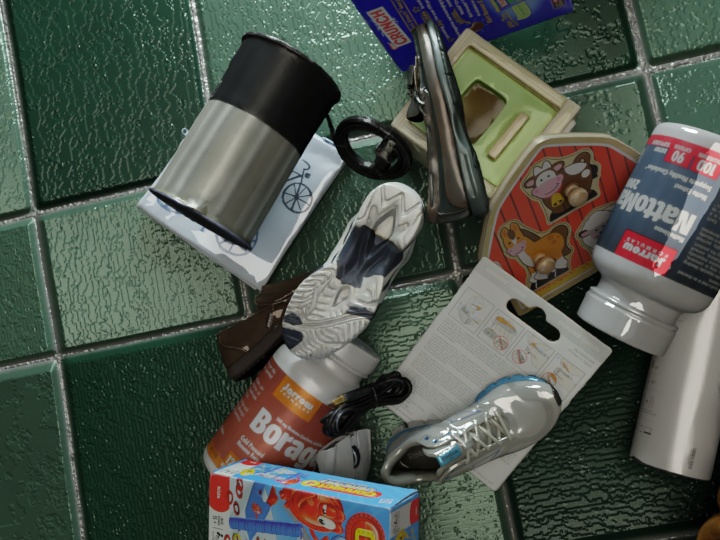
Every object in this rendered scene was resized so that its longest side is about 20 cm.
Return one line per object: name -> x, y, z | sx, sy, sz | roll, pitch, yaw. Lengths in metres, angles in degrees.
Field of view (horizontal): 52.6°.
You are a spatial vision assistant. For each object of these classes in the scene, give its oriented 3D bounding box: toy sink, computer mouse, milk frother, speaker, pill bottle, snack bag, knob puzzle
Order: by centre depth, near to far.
pill bottle -> 0.293, -0.026, 0.693 | 0.120, 0.120, 0.200 | 26, 100, 9
knob puzzle -> 0.210, -0.053, 0.735 | 0.220, 0.220, 0.030 | -31, 40, 5
speaker -> 0.338, 0.106, 0.749 | 0.081, 0.081, 0.200 | 13, 87, 9
milk frother -> -0.074, -0.104, 0.756 | 0.200, 0.181, 0.188 | 28, 84, 14
computer mouse -> -0.011, 0.202, 0.764 | 0.044, 0.110, 0.200 | 36, 125, 31
toy sink -> 0.152, -0.136, 0.777 | 0.200, 0.112, 0.130 | 40, 92, 9
pill bottle -> -0.070, 0.151, 0.788 | 0.112, 0.112, 0.200 | 36, 92, 9
snack bag -> -0.140, -0.107, 0.863 | 0.189, 0.021, 0.200 | 33, 88, 8

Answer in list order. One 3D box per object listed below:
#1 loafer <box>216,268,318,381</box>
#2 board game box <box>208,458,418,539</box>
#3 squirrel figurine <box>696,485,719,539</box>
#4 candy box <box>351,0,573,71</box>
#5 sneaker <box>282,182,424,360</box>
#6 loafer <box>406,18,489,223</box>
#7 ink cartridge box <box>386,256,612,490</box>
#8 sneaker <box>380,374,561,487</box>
loafer -> -0.086, 0.039, 0.818 | 0.200, 0.073, 0.071 | -40, 79, 1
board game box -> -0.047, 0.289, 0.662 | 0.196, 0.056, 0.200 | 0, 89, 30
squirrel figurine -> 0.390, 0.198, 0.690 | 0.141, 0.200, 0.187 | -4, 82, 27
candy box -> 0.097, -0.306, 0.745 | 0.200, 0.169, 0.077 | -15, 67, 21
sneaker -> 0.000, 0.000, 0.752 | 0.079, 0.130, 0.199 | 29, 99, 7
loafer -> 0.070, -0.143, 0.706 | 0.063, 0.072, 0.200 | -16, 82, 16
ink cartridge box -> 0.138, 0.109, 0.771 | 0.163, 0.057, 0.200 | 37, 103, 10
sneaker -> 0.107, 0.171, 0.723 | 0.200, 0.087, 0.075 | -30, 87, 19
